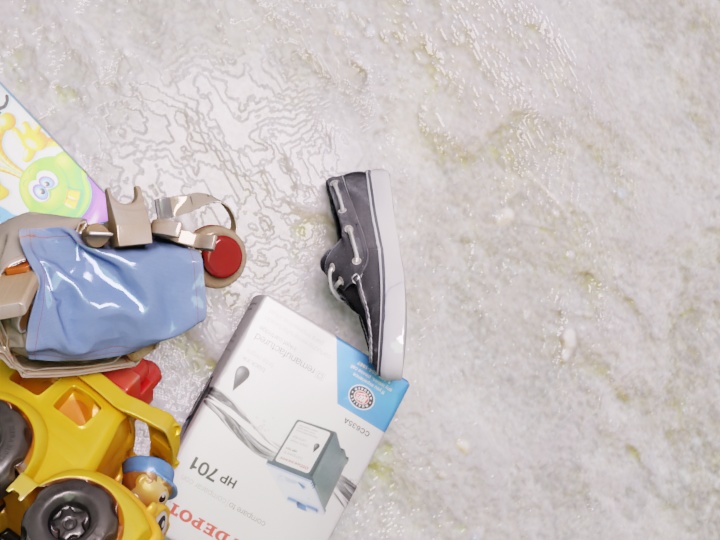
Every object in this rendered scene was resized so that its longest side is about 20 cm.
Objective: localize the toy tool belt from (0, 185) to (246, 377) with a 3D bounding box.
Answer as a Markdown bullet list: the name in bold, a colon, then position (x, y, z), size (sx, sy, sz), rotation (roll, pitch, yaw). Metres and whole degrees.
- **toy tool belt**: position (-0.156, 0.007, 0.633), size (0.196, 0.122, 0.128), rotation (-10, 98, -26)

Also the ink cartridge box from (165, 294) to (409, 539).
- **ink cartridge box**: position (-0.071, 0.144, 0.771), size (0.145, 0.086, 0.203), rotation (30, 79, -9)

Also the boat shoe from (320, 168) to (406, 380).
- **boat shoe**: position (0.000, 0.000, 0.774), size (0.066, 0.072, 0.203), rotation (-4, 58, -4)

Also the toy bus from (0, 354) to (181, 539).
- **toy bus**: position (-0.194, 0.136, 0.667), size (0.198, 0.137, 0.192), rotation (30, 48, 14)

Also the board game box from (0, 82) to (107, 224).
- **board game box**: position (-0.274, -0.062, 0.726), size (0.103, 0.105, 0.200), rotation (-45, 96, -12)
